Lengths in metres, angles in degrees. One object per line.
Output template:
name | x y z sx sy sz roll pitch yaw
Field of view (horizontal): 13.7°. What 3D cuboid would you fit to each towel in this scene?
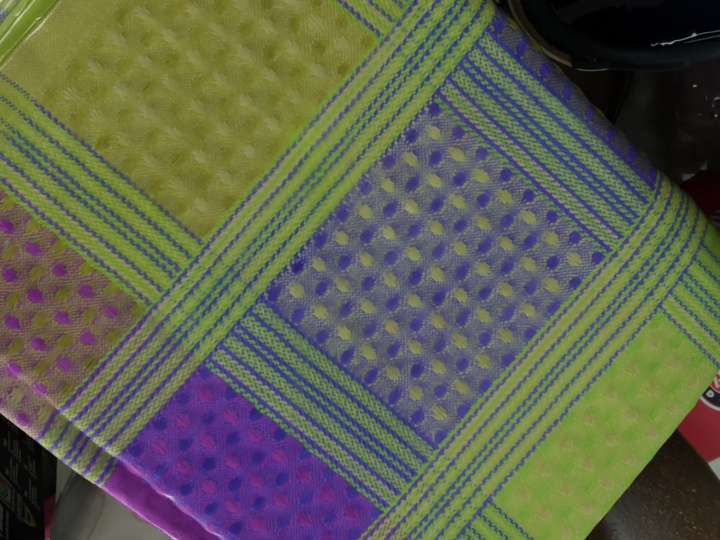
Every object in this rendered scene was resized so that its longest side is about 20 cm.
towel | -0.012 -0.004 0.684 0.200 0.023 0.144 40 92 -23

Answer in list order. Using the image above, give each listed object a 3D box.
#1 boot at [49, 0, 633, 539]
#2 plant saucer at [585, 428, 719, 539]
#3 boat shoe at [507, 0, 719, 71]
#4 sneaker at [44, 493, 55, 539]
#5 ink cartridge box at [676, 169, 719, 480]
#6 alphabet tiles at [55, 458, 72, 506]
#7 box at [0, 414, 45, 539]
boot | 0.000 0.000 0.787 0.064 0.200 0.186 43 100 -1
plant saucer | 0.016 0.116 0.790 0.200 0.034 0.201 -16 63 34
boat shoe | 0.132 -0.096 0.778 0.199 0.062 0.075 -15 99 11
sneaker | -0.143 0.158 0.982 0.200 0.081 0.088 -35 92 33
ink cartridge box | 0.174 0.057 0.806 0.199 0.083 0.146 5 106 24
alphabet tiles | -0.059 0.136 0.865 0.006 0.167 0.201 -8 61 12
box | -0.165 0.107 0.881 0.160 0.200 0.044 -41 101 2
